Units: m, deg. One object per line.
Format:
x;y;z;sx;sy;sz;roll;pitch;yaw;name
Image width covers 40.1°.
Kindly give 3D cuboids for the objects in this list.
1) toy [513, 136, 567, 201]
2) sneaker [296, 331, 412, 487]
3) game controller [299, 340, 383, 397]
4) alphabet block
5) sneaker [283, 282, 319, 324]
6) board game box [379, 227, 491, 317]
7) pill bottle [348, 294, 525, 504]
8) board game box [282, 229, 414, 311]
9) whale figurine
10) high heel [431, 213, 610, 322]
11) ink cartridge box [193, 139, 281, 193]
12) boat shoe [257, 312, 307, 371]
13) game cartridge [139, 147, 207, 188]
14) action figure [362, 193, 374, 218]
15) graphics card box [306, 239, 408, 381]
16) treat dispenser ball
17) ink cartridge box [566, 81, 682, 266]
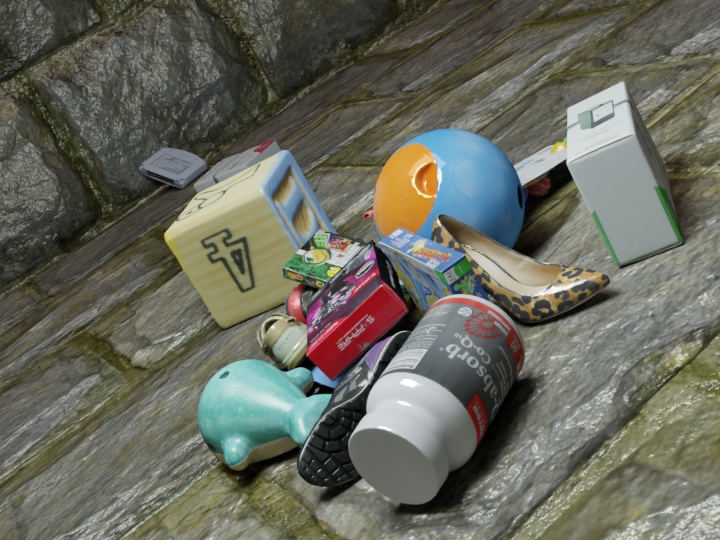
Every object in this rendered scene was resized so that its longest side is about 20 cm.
0.251;-0.132;1.453;0.199;0.047;0.115;-35;16;-24;toy
-0.004;0.155;1.076;0.200;0.076;0.087;-47;13;-26;sneaker
-0.022;0.124;1.222;0.104;0.042;0.199;-38;20;-21;game controller
-0.178;-0.055;1.666;0.199;0.197;0.196;-23;19;21;alphabet block
-0.029;0.016;1.462;0.097;0.071;0.201;-12;25;34;sneaker
0.098;0.028;1.138;0.034;0.136;0.200;-34;18;-9;board game box
0.076;0.124;0.963;0.115;0.116;0.200;-13;26;40;pill bottle
0.000;0.000;1.387;0.198;0.024;0.105;16;45;24;board game box
-0.113;0.161;1.162;0.199;0.104;0.159;-5;34;48;whale figurine
0.173;-0.014;1.120;0.199;0.143;0.071;-13;24;41;high heel
-0.301;-0.238;2.482;0.199;0.084;0.145;-15;24;39;ink cartridge box
-0.103;0.089;1.331;0.074;0.066;0.200;-49;6;-10;boat shoe
-0.577;-0.322;3.066;0.199;0.041;0.133;21;53;33;game cartridge
0.037;-0.079;1.610;0.098;0.066;0.200;-23;17;-6;action figure
-0.008;0.044;1.216;0.125;0.051;0.200;-43;13;11;graphics card box
0.115;-0.083;1.292;0.200;0.202;0.201;-27;19;10;treat dispenser ball
0.312;-0.119;1.178;0.083;0.147;0.200;-23;19;22;ink cartridge box
